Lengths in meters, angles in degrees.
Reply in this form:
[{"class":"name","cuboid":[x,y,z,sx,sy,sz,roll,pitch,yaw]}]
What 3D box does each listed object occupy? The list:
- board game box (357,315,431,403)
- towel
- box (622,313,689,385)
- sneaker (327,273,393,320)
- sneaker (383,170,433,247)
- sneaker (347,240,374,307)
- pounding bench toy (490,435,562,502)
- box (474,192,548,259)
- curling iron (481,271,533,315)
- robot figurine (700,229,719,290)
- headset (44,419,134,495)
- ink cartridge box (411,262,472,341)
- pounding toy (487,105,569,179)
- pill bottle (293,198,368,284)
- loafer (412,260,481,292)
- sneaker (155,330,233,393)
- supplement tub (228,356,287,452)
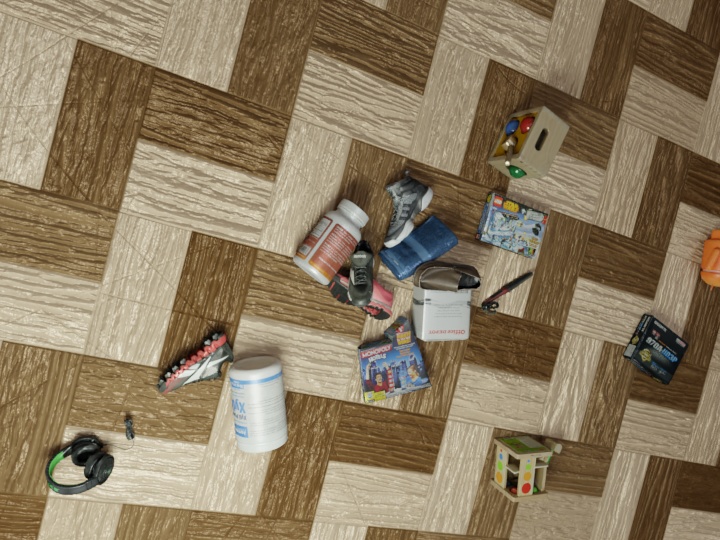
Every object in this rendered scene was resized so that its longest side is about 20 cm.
[{"class":"board game box","cuboid":[0.084,0.234,1.557,0.197,0.062,0.203,-10,98,-19]},{"class":"towel","cuboid":[0.154,-0.060,1.525,0.199,0.112,0.049,-32,142,-14]},{"class":"box","cuboid":[0.974,0.262,1.899,0.199,0.046,0.160,33,84,-20]},{"class":"sneaker","cuboid":[0.001,0.052,1.513,0.199,0.074,0.088,31,54,-13]},{"class":"sneaker","cuboid":[0.099,-0.165,1.514,0.114,0.075,0.201,40,76,-19]},{"class":"sneaker","cuboid":[0.000,0.000,1.429,0.065,0.202,0.091,-1,132,6]},{"class":"pounding bench toy","cuboid":[0.508,0.594,1.720,0.197,0.124,0.159,1,96,-20]},{"class":"box","cuboid":[0.437,-0.127,1.659,0.198,0.040,0.139,17,91,-21]},{"class":"curling iron","cuboid":[0.430,0.065,1.683,0.199,0.026,0.050,-36,70,-17]},{"class":"robot figurine","cuboid":[1.199,-0.034,1.913,0.115,0.144,0.203,6,95,18]},{"class":"headset","cuboid":[-0.601,0.413,1.294,0.199,0.123,0.095,-25,135,-45]},{"class":"ink cartridge box","cuboid":[0.222,0.083,1.578,0.144,0.086,0.203,1,97,-20]},{"class":"pounding toy","cuboid":[0.436,-0.334,1.559,0.141,0.184,0.202,29,86,-20]},{"class":"pill bottle","cuboid":[-0.069,-0.074,1.438,0.112,0.112,0.201,39,82,-20]},{"class":"loafer","cuboid":[0.229,0.018,1.484,0.197,0.071,0.074,-3,112,-20]},{"class":"sneaker","cuboid":[-0.388,0.238,1.376,0.200,0.071,0.099,-38,105,-14]},{"class":"supplement tub","cuboid":[-0.248,0.323,1.406,0.130,0.132,0.203,-6,97,-19]}]
